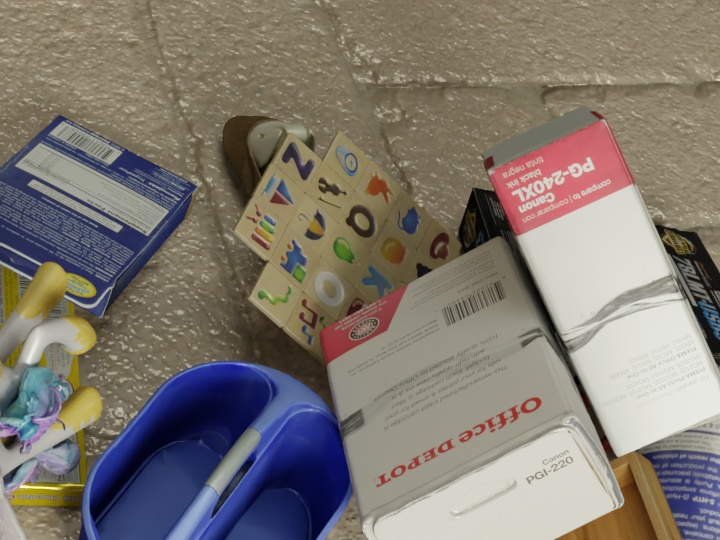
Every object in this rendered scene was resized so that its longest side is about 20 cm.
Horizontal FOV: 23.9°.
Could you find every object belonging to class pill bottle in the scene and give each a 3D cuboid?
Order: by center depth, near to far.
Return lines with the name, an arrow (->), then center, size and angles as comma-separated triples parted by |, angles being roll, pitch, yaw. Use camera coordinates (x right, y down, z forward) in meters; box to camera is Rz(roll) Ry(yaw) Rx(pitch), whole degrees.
pill bottle -> 0.216, 0.198, 1.112 | 0.119, 0.120, 0.201 | 20, 58, -5

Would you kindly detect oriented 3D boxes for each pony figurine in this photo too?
pony figurine -> -0.226, 0.104, 0.960 | 0.166, 0.194, 0.200 | 23, 22, 14

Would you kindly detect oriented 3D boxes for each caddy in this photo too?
caddy -> -0.089, 0.144, 1.052 | 0.141, 0.105, 0.200 | 31, 46, 7

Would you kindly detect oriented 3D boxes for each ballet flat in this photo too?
ballet flat -> -0.050, -0.062, 1.277 | 0.067, 0.073, 0.201 | -4, 52, -23

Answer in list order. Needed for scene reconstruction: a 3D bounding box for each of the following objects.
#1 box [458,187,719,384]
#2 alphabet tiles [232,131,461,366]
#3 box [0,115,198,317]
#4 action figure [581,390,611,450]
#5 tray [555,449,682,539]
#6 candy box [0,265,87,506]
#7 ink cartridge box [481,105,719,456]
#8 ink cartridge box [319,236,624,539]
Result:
box -> 0.185, 0.019, 1.281 | 0.197, 0.050, 0.200 | 11, 29, -14
alphabet tiles -> 0.000, 0.000, 1.217 | 0.200, 0.006, 0.167 | 42, 51, -20
box -> -0.203, -0.035, 1.188 | 0.121, 0.033, 0.200 | 28, 30, 2
action figure -> 0.133, 0.137, 1.155 | 0.200, 0.099, 0.066 | -33, 94, -37
tray -> 0.164, 0.221, 1.029 | 0.037, 0.098, 0.201 | 34, 31, -51
candy box -> -0.236, 0.065, 1.119 | 0.101, 0.026, 0.201 | 3, 49, -17
ink cartridge box -> 0.155, 0.004, 1.096 | 0.083, 0.145, 0.201 | -24, 96, 5
ink cartridge box -> 0.065, 0.090, 1.074 | 0.145, 0.085, 0.200 | -28, 32, 9
